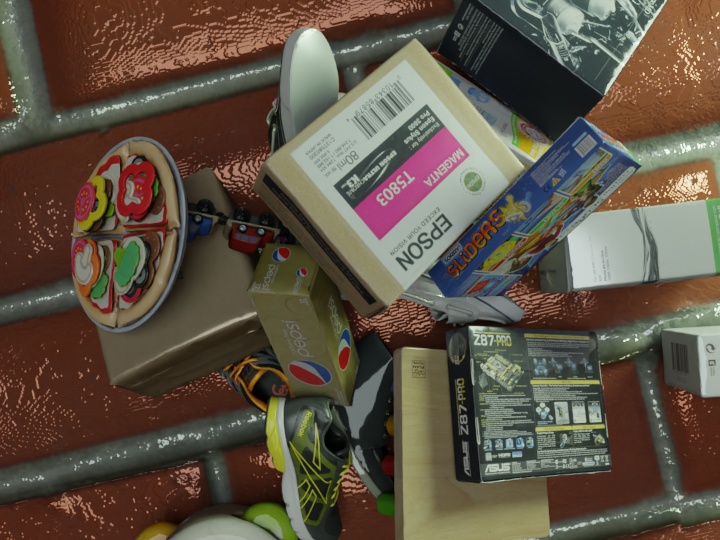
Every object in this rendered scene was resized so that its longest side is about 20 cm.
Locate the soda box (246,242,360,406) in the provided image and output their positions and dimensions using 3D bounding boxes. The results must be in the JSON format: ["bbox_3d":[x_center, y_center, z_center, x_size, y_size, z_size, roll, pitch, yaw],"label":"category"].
[{"bbox_3d":[-0.054,0.063,0.725,0.067,0.201,0.065,3,50,16],"label":"soda box"}]

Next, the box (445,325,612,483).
[{"bbox_3d":[0.191,0.148,0.768,0.197,0.049,0.164,4,77,-29],"label":"box"}]

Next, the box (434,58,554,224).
[{"bbox_3d":[0.115,-0.147,0.792,0.199,0.113,0.102,34,125,2],"label":"box"}]

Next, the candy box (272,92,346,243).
[{"bbox_3d":[-0.024,-0.094,0.775,0.134,0.061,0.203,10,121,16],"label":"candy box"}]

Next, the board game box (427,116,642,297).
[{"bbox_3d":[0.171,-0.050,0.668,0.200,0.135,0.035,-47,64,25],"label":"board game box"}]

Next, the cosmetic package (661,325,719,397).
[{"bbox_3d":[0.471,0.100,0.799,0.197,0.101,0.072,-4,89,2],"label":"cosmetic package"}]

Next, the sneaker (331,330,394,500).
[{"bbox_3d":[0.025,0.179,0.821,0.105,0.075,0.202,-30,87,0],"label":"sneaker"}]

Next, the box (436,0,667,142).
[{"bbox_3d":[0.222,-0.286,0.781,0.181,0.104,0.201,37,67,1],"label":"box"}]

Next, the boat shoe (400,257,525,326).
[{"bbox_3d":[0.106,0.030,0.804,0.198,0.074,0.066,25,102,-24],"label":"boat shoe"}]

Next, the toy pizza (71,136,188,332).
[{"bbox_3d":[-0.248,-0.039,0.700,0.198,0.032,0.204,-6,80,37],"label":"toy pizza"}]

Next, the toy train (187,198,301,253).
[{"bbox_3d":[-0.121,-0.040,0.730,0.197,0.034,0.046,12,63,-19],"label":"toy train"}]

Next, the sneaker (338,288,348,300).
[{"bbox_3d":[0.000,0.000,0.729,0.200,0.072,0.071,-47,63,33],"label":"sneaker"}]

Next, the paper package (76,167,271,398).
[{"bbox_3d":[-0.206,0.017,0.785,0.188,0.104,0.202,-24,67,0],"label":"paper package"}]

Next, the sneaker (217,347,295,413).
[{"bbox_3d":[-0.137,0.110,0.826,0.199,0.077,0.079,36,92,4],"label":"sneaker"}]

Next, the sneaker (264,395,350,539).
[{"bbox_3d":[-0.045,0.228,0.767,0.083,0.075,0.202,-12,115,9],"label":"sneaker"}]

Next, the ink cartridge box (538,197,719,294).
[{"bbox_3d":[0.314,-0.025,0.783,0.197,0.146,0.085,-6,87,1],"label":"ink cartridge box"}]

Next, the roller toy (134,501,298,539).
[{"bbox_3d":[-0.159,0.371,0.788,0.197,0.140,0.185,-11,83,-9],"label":"roller toy"}]

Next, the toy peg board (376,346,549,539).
[{"bbox_3d":[0.106,0.201,0.790,0.197,0.097,0.202,8,73,-29],"label":"toy peg board"}]

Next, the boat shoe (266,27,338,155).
[{"bbox_3d":[-0.065,-0.139,0.684,0.063,0.070,0.203,22,127,32],"label":"boat shoe"}]

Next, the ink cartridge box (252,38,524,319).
[{"bbox_3d":[0.028,-0.085,0.633,0.165,0.075,0.200,47,70,-2],"label":"ink cartridge box"}]
